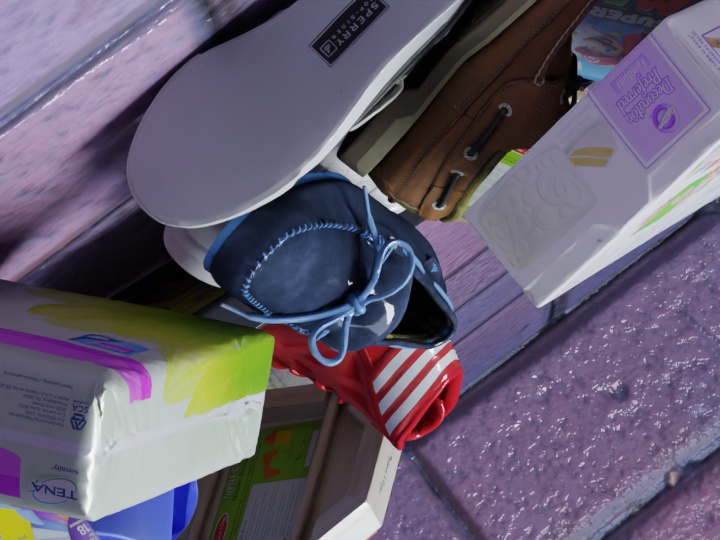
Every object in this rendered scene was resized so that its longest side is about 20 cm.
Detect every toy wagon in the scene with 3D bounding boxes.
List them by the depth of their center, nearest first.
[{"bbox_3d":[-0.074,0.121,1.472,0.199,0.040,0.156,-10,-138,26],"label":"toy wagon"}]

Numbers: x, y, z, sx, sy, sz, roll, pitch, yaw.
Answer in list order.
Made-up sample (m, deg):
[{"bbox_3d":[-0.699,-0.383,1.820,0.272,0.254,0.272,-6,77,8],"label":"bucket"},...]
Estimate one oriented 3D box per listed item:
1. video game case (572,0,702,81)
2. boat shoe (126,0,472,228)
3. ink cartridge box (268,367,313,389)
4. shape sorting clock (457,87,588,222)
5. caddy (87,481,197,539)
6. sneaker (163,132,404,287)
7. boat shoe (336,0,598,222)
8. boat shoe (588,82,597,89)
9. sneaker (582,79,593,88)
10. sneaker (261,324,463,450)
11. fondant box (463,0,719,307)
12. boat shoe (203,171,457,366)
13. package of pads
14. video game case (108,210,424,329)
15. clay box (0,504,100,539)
[{"bbox_3d":[0.112,-0.140,1.239,0.200,0.142,0.018,119,-17,-70],"label":"video game case"},{"bbox_3d":[-0.016,-0.089,1.149,0.200,0.071,0.064,-40,170,4],"label":"boat shoe"},{"bbox_3d":[-0.052,0.047,1.572,0.200,0.116,0.067,-43,173,37],"label":"ink cartridge box"},{"bbox_3d":[0.086,-0.066,1.495,0.198,0.040,0.200,5,163,1],"label":"shape sorting clock"},{"bbox_3d":[-0.183,0.136,1.363,0.198,0.105,0.142,-1,138,-9],"label":"caddy"},{"bbox_3d":[-0.011,-0.066,1.277,0.200,0.075,0.100,-39,159,-42],"label":"sneaker"},{"bbox_3d":[0.070,-0.093,1.173,0.200,0.068,0.072,-42,-167,47],"label":"boat shoe"},{"bbox_3d":[0.180,-0.160,1.586,0.093,0.075,0.200,-52,-175,-8],"label":"boat shoe"},{"bbox_3d":[0.120,-0.136,1.454,0.078,0.070,0.200,-39,173,-24],"label":"sneaker"},{"bbox_3d":[-0.022,0.053,1.427,0.078,0.116,0.200,-34,-167,-32],"label":"sneaker"},{"bbox_3d":[0.154,-0.072,1.184,0.144,0.058,0.200,-45,171,36],"label":"fondant box"},{"bbox_3d":[0.000,0.000,1.224,0.084,0.069,0.200,-48,159,19],"label":"boat shoe"},{"bbox_3d":[-0.144,0.052,1.131,0.200,0.153,0.069,-11,110,-71],"label":"package of pads"},{"bbox_3d":[-0.080,0.013,1.374,0.199,0.026,0.180,-32,-168,-28],"label":"video game case"},{"bbox_3d":[-0.183,0.136,1.225,0.115,0.200,0.048,-26,166,-50],"label":"clay box"}]
